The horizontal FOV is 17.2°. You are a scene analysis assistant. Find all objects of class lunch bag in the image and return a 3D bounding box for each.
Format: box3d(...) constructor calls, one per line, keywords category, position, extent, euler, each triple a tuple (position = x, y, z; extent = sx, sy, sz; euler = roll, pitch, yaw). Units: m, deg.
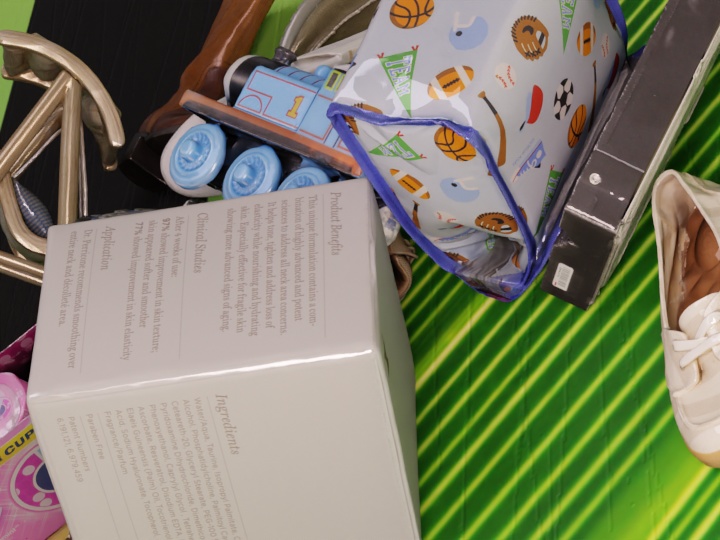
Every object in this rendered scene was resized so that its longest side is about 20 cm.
box3d(category="lunch bag", position=(0.088, -0.097, 1.414), extent=(0.124, 0.200, 0.170), euler=(14, 65, 29))

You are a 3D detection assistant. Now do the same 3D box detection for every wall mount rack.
box3d(category="wall mount rack", position=(0.000, -0.129, 1.668), extent=(0.200, 0.075, 0.174), euler=(-24, 12, -32))

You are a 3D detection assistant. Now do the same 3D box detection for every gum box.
box3d(category="gum box", position=(-0.224, 0.115, 1.627), extent=(0.200, 0.114, 0.066), euler=(-38, 51, 1))

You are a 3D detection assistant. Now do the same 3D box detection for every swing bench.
box3d(category="swing bench", position=(-0.260, -0.074, 1.918), extent=(0.199, 0.130, 0.200), euler=(160, 129, -83))

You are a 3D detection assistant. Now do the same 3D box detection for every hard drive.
box3d(category="hard drive", position=(0.165, -0.087, 1.353), extent=(0.140, 0.038, 0.200), euler=(96, -160, -70))

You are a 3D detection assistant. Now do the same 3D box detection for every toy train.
box3d(category="toy train", position=(-0.035, -0.076, 1.507), extent=(0.200, 0.087, 0.114), euler=(25, 84, 45))

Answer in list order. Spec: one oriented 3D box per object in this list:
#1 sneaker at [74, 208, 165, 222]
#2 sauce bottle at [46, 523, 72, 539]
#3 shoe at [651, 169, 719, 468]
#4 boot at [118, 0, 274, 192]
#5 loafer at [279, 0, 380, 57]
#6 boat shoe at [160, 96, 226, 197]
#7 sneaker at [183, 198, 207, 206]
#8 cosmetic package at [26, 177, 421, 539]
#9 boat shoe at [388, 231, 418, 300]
box3d(category="sneaker", position=(-0.168, -0.002, 1.795), extent=(0.200, 0.074, 0.087), euler=(-13, -75, -80))
box3d(category="sauce bottle", position=(-0.181, 0.197, 1.629), extent=(0.200, 0.065, 0.065), euler=(-39, 29, 26))
box3d(category="shoe", position=(0.179, 0.021, 1.246), extent=(0.070, 0.053, 0.200), euler=(-37, 29, 31))
box3d(category="boot", position=(-0.107, -0.163, 1.978), extent=(0.200, 0.068, 0.188), euler=(-60, 13, -18))
box3d(category="loafer", position=(0.013, -0.189, 1.743), extent=(0.200, 0.070, 0.075), euler=(-48, -18, -17))
box3d(category="boat shoe", position=(-0.064, -0.119, 1.799), extent=(0.200, 0.069, 0.057), euler=(-34, 7, -8))
box3d(category="sneaker", position=(-0.112, 0.017, 1.737), extent=(0.080, 0.077, 0.200), euler=(-51, 23, 27))
box3d(category="cosmetic package", position=(-0.075, 0.070, 1.394), extent=(0.200, 0.166, 0.167), euler=(-8, 37, 5))
box3d(category="boat shoe", position=(0.000, 0.000, 1.570), extent=(0.200, 0.072, 0.076), euler=(-76, -3, -51))
